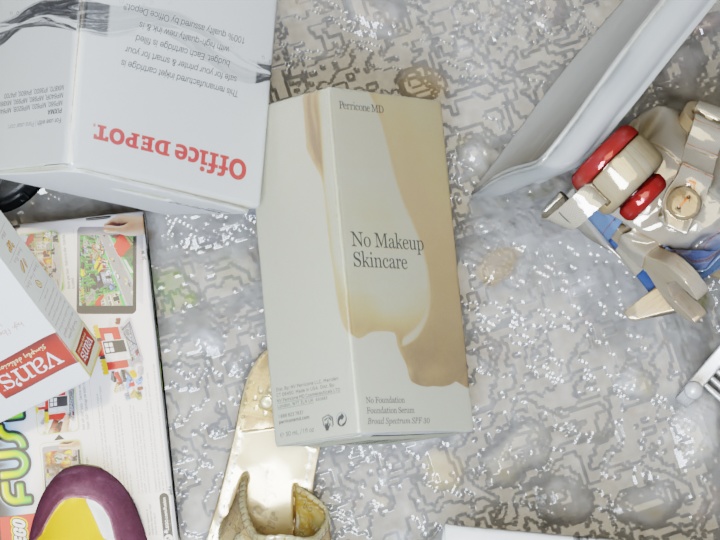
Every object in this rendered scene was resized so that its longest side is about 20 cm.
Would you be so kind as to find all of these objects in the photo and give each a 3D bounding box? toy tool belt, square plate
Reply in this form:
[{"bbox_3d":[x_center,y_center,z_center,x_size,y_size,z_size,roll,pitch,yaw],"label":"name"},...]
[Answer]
[{"bbox_3d":[0.185,-0.028,1.442,0.123,0.200,0.125,45,99,4],"label":"toy tool belt"},{"bbox_3d":[0.150,-0.121,1.451,0.028,0.198,0.200,40,82,-4],"label":"square plate"}]

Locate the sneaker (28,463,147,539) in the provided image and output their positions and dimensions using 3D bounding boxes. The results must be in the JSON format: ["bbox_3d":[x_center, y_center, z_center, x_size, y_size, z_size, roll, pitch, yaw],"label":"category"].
[{"bbox_3d":[-0.157,0.205,1.403,0.075,0.090,0.201,-2,79,4],"label":"sneaker"}]

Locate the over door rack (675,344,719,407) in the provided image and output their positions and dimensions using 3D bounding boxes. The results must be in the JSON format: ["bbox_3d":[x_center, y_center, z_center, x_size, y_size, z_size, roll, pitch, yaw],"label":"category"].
[{"bbox_3d":[0.305,0.046,1.501,0.148,0.067,0.200,42,82,2],"label":"over door rack"}]

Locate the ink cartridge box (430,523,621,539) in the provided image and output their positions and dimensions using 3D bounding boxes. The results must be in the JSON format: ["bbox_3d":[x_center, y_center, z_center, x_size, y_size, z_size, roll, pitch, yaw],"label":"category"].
[{"bbox_3d":[0.133,0.197,1.431,0.199,0.146,0.085,6,79,-3],"label":"ink cartridge box"}]

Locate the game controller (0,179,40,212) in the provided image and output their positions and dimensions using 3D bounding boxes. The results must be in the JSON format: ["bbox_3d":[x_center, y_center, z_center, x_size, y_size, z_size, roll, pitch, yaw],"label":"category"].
[{"bbox_3d":[-0.188,-0.132,1.521,0.104,0.042,0.200,39,81,17],"label":"game controller"}]

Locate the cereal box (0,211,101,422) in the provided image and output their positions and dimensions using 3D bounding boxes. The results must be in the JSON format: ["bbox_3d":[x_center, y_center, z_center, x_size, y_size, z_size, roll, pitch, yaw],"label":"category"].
[{"bbox_3d":[-0.257,0.006,1.395,0.144,0.040,0.200,-26,115,20],"label":"cereal box"}]

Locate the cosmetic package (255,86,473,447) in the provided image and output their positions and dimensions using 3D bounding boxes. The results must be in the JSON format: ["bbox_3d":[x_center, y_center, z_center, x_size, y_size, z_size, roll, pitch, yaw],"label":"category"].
[{"bbox_3d":[0.000,0.000,1.467,0.105,0.071,0.201,1,81,-47],"label":"cosmetic package"}]

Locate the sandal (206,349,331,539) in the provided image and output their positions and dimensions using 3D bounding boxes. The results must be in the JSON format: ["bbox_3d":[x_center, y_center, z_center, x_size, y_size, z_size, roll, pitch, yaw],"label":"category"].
[{"bbox_3d":[-0.052,0.145,1.467,0.077,0.070,0.212,5,82,-2],"label":"sandal"}]

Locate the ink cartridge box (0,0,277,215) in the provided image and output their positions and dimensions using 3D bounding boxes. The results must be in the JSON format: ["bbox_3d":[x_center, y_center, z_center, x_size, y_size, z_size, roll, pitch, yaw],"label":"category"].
[{"bbox_3d":[-0.126,-0.139,1.432,0.144,0.084,0.201,12,78,-43],"label":"ink cartridge box"}]

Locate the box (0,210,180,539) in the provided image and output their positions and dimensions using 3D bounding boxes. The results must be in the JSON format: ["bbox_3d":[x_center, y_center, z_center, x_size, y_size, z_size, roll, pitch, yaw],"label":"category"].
[{"bbox_3d":[-0.170,0.070,1.489,0.110,0.035,0.201,-6,82,-4],"label":"box"}]
